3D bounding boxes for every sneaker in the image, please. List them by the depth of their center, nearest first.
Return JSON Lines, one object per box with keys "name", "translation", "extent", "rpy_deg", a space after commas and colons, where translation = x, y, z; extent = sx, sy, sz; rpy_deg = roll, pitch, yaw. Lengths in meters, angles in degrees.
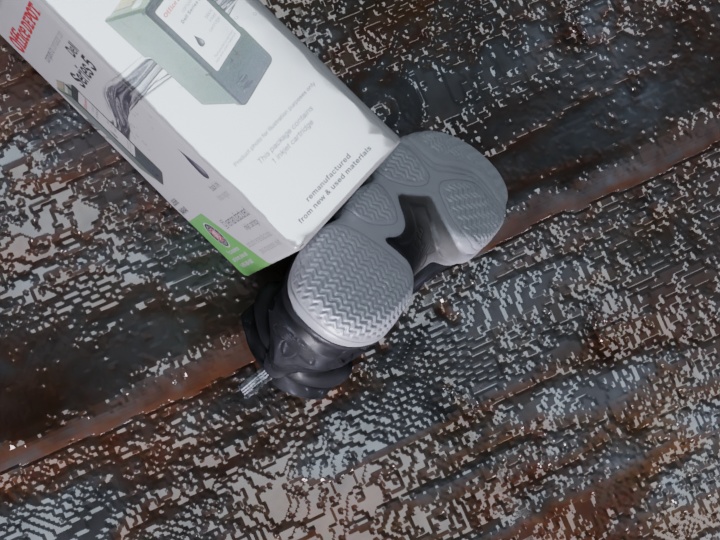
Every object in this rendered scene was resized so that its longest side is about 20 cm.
{"name": "sneaker", "translation": [0.000, 0.000, 1.165], "extent": [0.075, 0.114, 0.200], "rpy_deg": [46, 40, 1]}

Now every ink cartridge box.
{"name": "ink cartridge box", "translation": [-0.091, -0.100, 1.114], "extent": [0.200, 0.145, 0.084], "rpy_deg": [44, 77, -6]}
